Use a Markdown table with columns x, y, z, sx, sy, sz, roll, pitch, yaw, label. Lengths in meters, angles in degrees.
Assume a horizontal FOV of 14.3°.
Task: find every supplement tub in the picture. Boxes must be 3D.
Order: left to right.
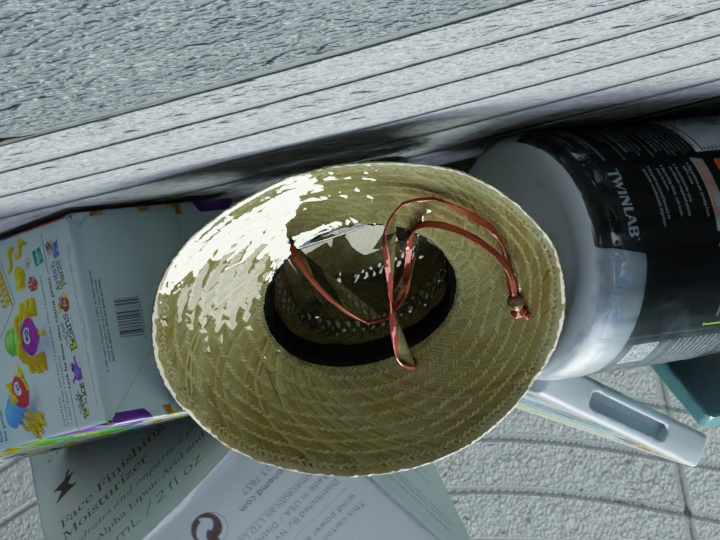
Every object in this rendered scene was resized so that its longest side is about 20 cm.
| x | y | z | sx | sy | sz | roll | pitch | yaw | label |
| --- | --- | --- | --- | --- | --- | --- | --- | --- | --- |
| 0.153 | -0.015 | 1.436 | 0.200 | 0.123 | 0.122 | -6 | 173 | -37 | supplement tub |

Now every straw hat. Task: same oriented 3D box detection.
| x | y | z | sx | sy | sz | roll | pitch | yaw | label |
| --- | --- | --- | --- | --- | --- | --- | --- | --- | --- |
| 0.000 | 0.000 | 1.378 | 0.201 | 0.201 | 0.085 | -11 | -141 | 7 | straw hat |

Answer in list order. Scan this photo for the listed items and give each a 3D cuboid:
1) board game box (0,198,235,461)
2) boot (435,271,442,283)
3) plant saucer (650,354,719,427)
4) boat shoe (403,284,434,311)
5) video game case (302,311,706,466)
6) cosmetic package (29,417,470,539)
| x | y | z | sx | sy | sz | roll | pitch | yaw | label |
| --- | --- | --- | --- | --- | --- | --- | --- | --- | --- |
| -0.151 | 0.036 | 1.464 | 0.103 | 0.105 | 0.200 | -7 | 175 | -39 | board game box |
| 0.153 | 0.008 | 1.588 | 0.200 | 0.132 | 0.070 | -21 | 136 | -20 | boot |
| 0.155 | 0.013 | 1.524 | 0.070 | 0.200 | 0.019 | -8 | 133 | -32 | plant saucer |
| -0.001 | 0.002 | 1.675 | 0.065 | 0.074 | 0.200 | 1 | 158 | -47 | boat shoe |
| 0.064 | 0.051 | 1.557 | 0.200 | 0.023 | 0.182 | 17 | 175 | 36 | video game case |
| -0.059 | 0.131 | 1.544 | 0.165 | 0.165 | 0.200 | -45 | -157 | 7 | cosmetic package |
